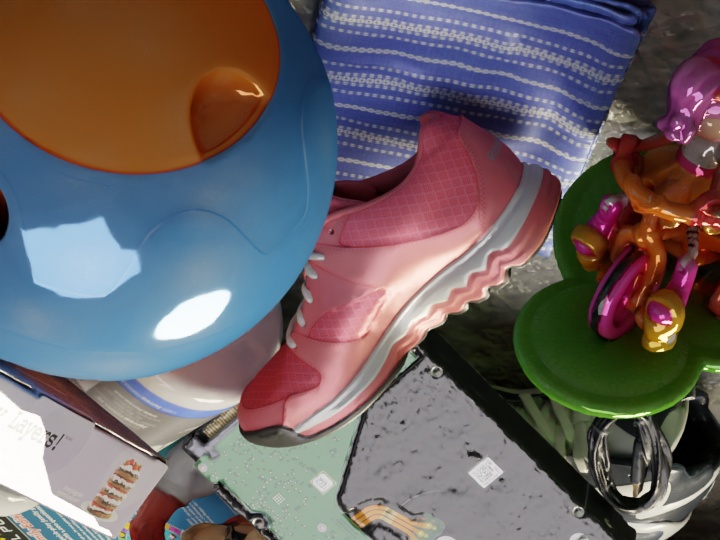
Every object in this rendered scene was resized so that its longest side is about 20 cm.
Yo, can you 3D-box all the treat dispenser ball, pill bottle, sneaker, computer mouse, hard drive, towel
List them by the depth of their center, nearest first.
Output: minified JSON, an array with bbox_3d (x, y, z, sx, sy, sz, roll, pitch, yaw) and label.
[{"bbox_3d":[-0.109,-0.054,1.123,0.200,0.201,0.201,5,146,3],"label":"treat dispenser ball"},{"bbox_3d":[0.044,-0.075,1.222,0.145,0.024,0.200,11,146,-4],"label":"towel"},{"bbox_3d":[0.000,0.000,1.246,0.087,0.074,0.200,42,111,-14],"label":"sneaker"},{"bbox_3d":[0.145,0.035,1.304,0.059,0.034,0.200,1,122,-13],"label":"computer mouse"},{"bbox_3d":[0.025,0.113,1.352,0.200,0.038,0.140,44,111,-11],"label":"hard drive"},{"bbox_3d":[-0.141,0.050,1.358,0.114,0.114,0.200,28,141,-28],"label":"pill bottle"},{"bbox_3d":[0.114,0.081,1.390,0.199,0.080,0.130,24,140,-21],"label":"sneaker"}]

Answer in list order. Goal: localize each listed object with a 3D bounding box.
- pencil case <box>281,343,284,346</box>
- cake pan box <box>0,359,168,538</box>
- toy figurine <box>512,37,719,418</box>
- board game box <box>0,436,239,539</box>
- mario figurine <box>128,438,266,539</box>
[{"bbox_3d":[0.014,0.116,1.453,0.078,0.087,0.200,-44,129,9],"label":"pencil case"},{"bbox_3d":[-0.204,0.033,1.206,0.184,0.052,0.200,33,178,31],"label":"cake pan box"},{"bbox_3d":[0.151,-0.059,1.113,0.150,0.200,0.184,34,141,26],"label":"toy figurine"},{"bbox_3d":[-0.138,0.123,1.523,0.200,0.047,0.151,-9,142,23],"label":"board game box"},{"bbox_3d":[-0.095,0.161,1.379,0.200,0.124,0.106,-12,-163,-39],"label":"mario figurine"}]
